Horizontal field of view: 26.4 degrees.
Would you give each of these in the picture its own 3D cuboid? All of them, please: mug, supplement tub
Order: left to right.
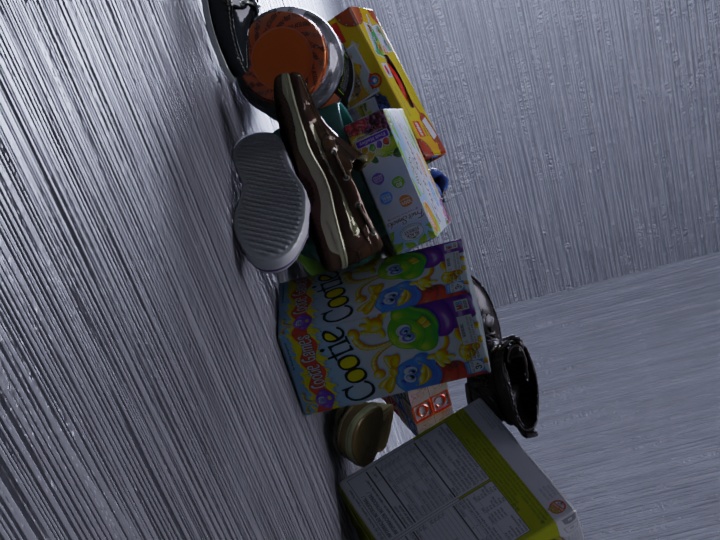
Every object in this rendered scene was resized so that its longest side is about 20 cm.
[{"bbox_3d":[-0.074,-0.226,1.719,0.200,0.121,0.124,8,68,-85],"label":"supplement tub"},{"bbox_3d":[-0.045,-0.085,1.637,0.185,0.113,0.153,-78,145,-75],"label":"mug"}]

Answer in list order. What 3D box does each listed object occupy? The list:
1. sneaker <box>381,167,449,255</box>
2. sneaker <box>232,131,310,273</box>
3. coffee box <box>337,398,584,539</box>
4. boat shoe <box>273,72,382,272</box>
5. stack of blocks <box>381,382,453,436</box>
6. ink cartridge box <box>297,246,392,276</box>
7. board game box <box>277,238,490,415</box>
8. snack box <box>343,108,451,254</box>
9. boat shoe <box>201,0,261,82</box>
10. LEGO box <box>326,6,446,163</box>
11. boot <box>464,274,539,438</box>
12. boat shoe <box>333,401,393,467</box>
[{"bbox_3d":[0.058,-0.077,1.829,0.075,0.078,0.200,44,23,-8],"label":"sneaker"},{"bbox_3d":[-0.076,-0.038,1.494,0.201,0.072,0.115,-97,174,-54],"label":"sneaker"},{"bbox_3d":[0.120,0.308,1.698,0.200,0.197,0.201,49,-15,45],"label":"coffee box"},{"bbox_3d":[-0.029,-0.104,1.538,0.075,0.074,0.205,161,-88,-81],"label":"boat shoe"},{"bbox_3d":[0.047,0.124,2.061,0.200,0.058,0.116,45,-24,54],"label":"stack of blocks"},{"bbox_3d":[0.000,0.000,1.776,0.200,0.076,0.148,50,11,-9],"label":"ink cartridge box"},{"bbox_3d":[0.023,0.058,1.580,0.105,0.198,0.104,-95,169,-58],"label":"board game box"},{"bbox_3d":[0.043,-0.100,1.652,0.200,0.053,0.143,-36,102,-80],"label":"snack box"},{"bbox_3d":[-0.133,-0.292,1.587,0.076,0.060,0.202,60,17,-72],"label":"boat shoe"},{"bbox_3d":[-0.011,-0.192,1.858,0.201,0.148,0.077,62,23,5],"label":"LEGO box"},{"bbox_3d":[0.155,0.091,1.738,0.174,0.068,0.202,141,-67,-78],"label":"boot"},{"bbox_3d":[-0.007,0.181,1.784,0.201,0.062,0.074,-15,117,-79],"label":"boat shoe"}]
